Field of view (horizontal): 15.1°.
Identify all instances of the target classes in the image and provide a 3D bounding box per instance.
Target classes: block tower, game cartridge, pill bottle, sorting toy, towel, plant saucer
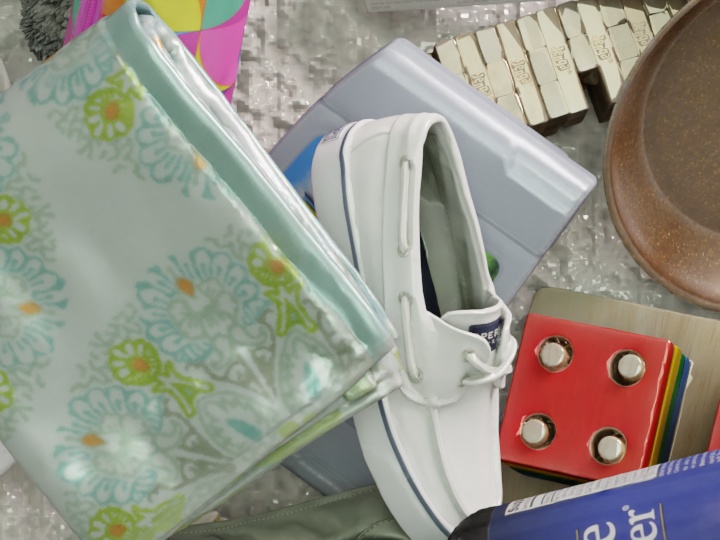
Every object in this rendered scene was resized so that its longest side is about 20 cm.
[{"bbox_3d":[0.098,-0.096,1.300,0.200,0.058,0.054,-17,84,-4],"label":"block tower"},{"bbox_3d":[0.000,0.000,1.261,0.133,0.040,0.200,36,106,7],"label":"game cartridge"},{"bbox_3d":[0.102,0.145,1.148,0.200,0.112,0.112,-16,83,14],"label":"pill bottle"},{"bbox_3d":[0.146,0.117,1.236,0.199,0.070,0.200,12,82,20],"label":"sorting toy"},{"bbox_3d":[-0.100,0.010,1.163,0.171,0.048,0.200,-36,95,14],"label":"towel"},{"bbox_3d":[0.205,-0.070,1.265,0.200,0.037,0.200,-6,124,-10],"label":"plant saucer"}]

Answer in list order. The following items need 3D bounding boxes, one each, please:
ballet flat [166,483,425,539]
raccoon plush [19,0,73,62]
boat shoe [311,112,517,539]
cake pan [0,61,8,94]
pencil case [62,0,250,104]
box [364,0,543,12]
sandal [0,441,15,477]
[{"bbox_3d":[-0.051,0.138,1.263,0.200,0.064,0.067,-10,124,19],"label":"ballet flat"},{"bbox_3d":[-0.116,-0.126,1.259,0.097,0.134,0.200,-8,83,-3],"label":"raccoon plush"},{"bbox_3d":[0.033,0.029,1.195,0.065,0.074,0.200,-12,98,37],"label":"boat shoe"},{"bbox_3d":[-0.259,-0.056,1.260,0.200,0.037,0.200,0,61,0],"label":"cake pan"},{"bbox_3d":[-0.099,-0.087,1.209,0.088,0.088,0.200,9,118,0],"label":"pencil case"},{"bbox_3d":[0.097,-0.152,1.278,0.200,0.039,0.041,-3,124,18],"label":"box"},{"bbox_3d":[-0.241,0.044,1.269,0.207,0.059,0.079,37,68,18],"label":"sandal"}]
